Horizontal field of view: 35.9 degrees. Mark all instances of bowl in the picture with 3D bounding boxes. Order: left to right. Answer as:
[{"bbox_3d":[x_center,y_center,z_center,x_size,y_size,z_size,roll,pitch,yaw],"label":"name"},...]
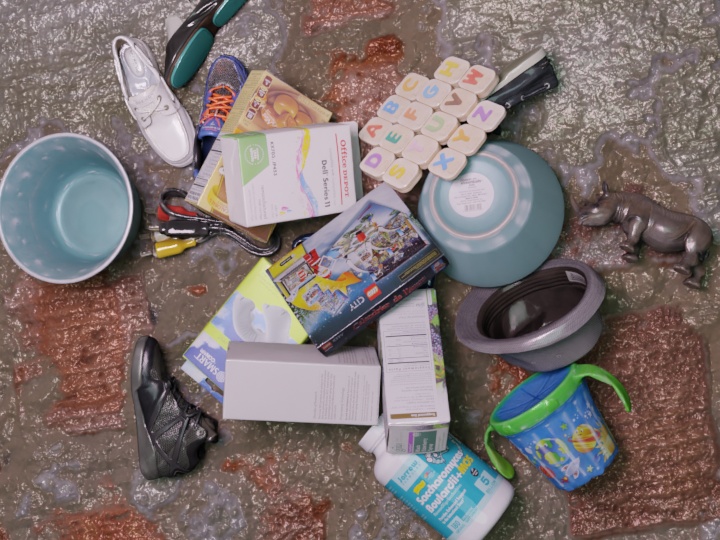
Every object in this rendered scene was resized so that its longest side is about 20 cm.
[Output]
[{"bbox_3d":[-0.382,-0.080,1.524,0.200,0.105,0.202,-1,87,15],"label":"bowl"},{"bbox_3d":[0.158,-0.085,1.438,0.200,0.105,0.201,-3,80,17],"label":"bowl"}]

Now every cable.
[{"bbox_3d":[-0.210,-0.062,1.555,0.199,0.050,0.097,3,75,-4],"label":"cable"}]

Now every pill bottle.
[{"bbox_3d":[0.095,0.266,1.460,0.200,0.111,0.111,39,95,7],"label":"pill bottle"}]

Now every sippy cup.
[{"bbox_3d":[0.258,0.206,1.434,0.140,0.178,0.130,-41,96,-30],"label":"sippy cup"}]

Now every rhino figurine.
[{"bbox_3d":[0.365,-0.056,1.449,0.200,0.060,0.088,24,73,9],"label":"rhino figurine"}]

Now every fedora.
[{"bbox_3d":[0.231,0.070,1.439,0.200,0.177,0.090,-19,120,23],"label":"fedora"}]

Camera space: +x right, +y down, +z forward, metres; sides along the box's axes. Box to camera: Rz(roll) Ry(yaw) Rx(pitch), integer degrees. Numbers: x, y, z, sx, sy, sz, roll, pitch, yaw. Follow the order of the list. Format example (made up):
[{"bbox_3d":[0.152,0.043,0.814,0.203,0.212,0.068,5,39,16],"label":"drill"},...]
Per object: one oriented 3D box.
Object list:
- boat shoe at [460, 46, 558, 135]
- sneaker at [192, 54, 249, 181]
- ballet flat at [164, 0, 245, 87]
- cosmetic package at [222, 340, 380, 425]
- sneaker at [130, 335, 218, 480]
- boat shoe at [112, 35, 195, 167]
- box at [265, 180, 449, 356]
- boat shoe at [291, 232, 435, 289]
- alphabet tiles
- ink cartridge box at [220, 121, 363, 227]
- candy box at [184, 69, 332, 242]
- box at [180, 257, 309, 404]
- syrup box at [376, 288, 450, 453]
[{"bbox_3d":[0.175,-0.213,1.476,0.199,0.075,0.066,-37,103,5],"label":"boat shoe"},{"bbox_3d":[-0.190,-0.197,1.524,0.075,0.078,0.201,5,90,8],"label":"sneaker"},{"bbox_3d":[-0.223,-0.345,1.542,0.068,0.068,0.200,35,84,17],"label":"ballet flat"},{"bbox_3d":[-0.077,0.144,1.452,0.199,0.108,0.085,2,100,-3],"label":"cosmetic package"},{"bbox_3d":[-0.254,0.184,1.532,0.114,0.076,0.200,-7,91,6],"label":"sneaker"},{"bbox_3d":[-0.294,-0.234,1.543,0.071,0.069,0.200,-31,85,6],"label":"boat shoe"},{"bbox_3d":[-0.005,-0.004,1.430,0.200,0.038,0.137,-36,64,1],"label":"box"},{"bbox_3d":[0.000,0.000,1.498,0.199,0.069,0.084,9,91,9],"label":"boat shoe"},{"bbox_3d":[0.089,-0.192,1.447,0.200,0.015,0.195,-51,44,-6],"label":"alphabet tiles"},{"bbox_3d":[-0.074,-0.130,1.454,0.199,0.067,0.118,-11,103,-26],"label":"ink cartridge box"},{"bbox_3d":[-0.135,-0.152,1.488,0.115,0.055,0.200,29,84,-28],"label":"candy box"},{"bbox_3d":[-0.149,0.095,1.531,0.122,0.048,0.200,40,94,7],"label":"box"},{"bbox_3d":[0.065,0.128,1.429,0.081,0.079,0.200,-4,54,-2],"label":"syrup box"}]
